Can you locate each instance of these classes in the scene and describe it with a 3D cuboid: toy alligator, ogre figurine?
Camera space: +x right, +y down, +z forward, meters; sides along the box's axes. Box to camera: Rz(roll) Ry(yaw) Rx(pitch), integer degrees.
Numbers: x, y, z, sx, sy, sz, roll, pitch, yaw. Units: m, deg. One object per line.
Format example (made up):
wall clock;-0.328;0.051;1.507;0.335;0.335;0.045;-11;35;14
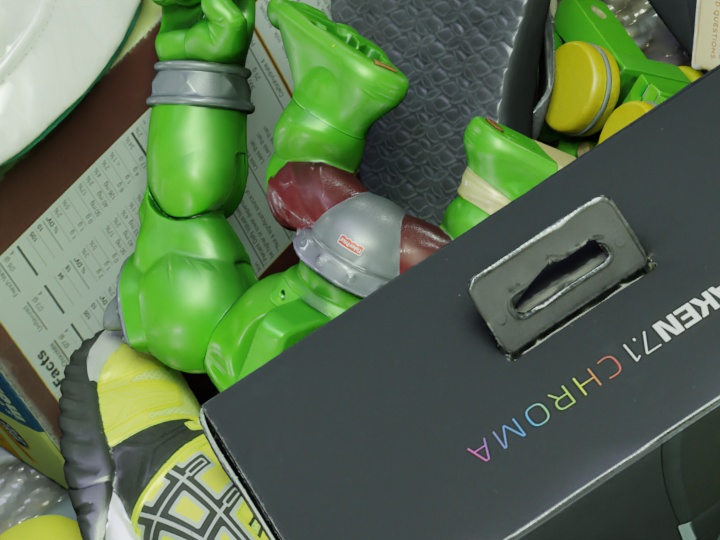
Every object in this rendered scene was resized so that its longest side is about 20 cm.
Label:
toy alligator;0.082;-0.050;0.827;0.200;0.059;0.054;52;125;48
ogre figurine;0.000;0.000;0.734;0.120;0.199;0.098;-61;-1;10

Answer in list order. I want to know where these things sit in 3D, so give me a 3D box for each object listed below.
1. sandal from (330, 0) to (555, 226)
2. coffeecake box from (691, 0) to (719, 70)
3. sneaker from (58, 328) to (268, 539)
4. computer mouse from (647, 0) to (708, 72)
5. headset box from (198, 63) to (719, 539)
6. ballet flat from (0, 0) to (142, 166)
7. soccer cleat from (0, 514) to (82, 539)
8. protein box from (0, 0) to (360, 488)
sandal;0.031;-0.054;0.802;0.076;0.043;0.201;1;90;30
coffeecake box;0.219;-0.091;0.704;0.199;0.073;0.153;18;32;28
sneaker;-0.036;0.093;0.743;0.076;0.075;0.201;-26;53;3
computer mouse;0.159;-0.098;0.840;0.140;0.046;0.200;-27;43;-28
headset box;0.079;0.065;0.605;0.174;0.200;0.093;-34;42;-3
ballet flat;-0.139;-0.047;0.734;0.069;0.070;0.200;22;62;41
soccer cleat;-0.118;0.136;0.721;0.065;0.084;0.201;-23;32;28
protein box;-0.110;-0.061;0.880;0.198;0.135;0.200;26;65;42
